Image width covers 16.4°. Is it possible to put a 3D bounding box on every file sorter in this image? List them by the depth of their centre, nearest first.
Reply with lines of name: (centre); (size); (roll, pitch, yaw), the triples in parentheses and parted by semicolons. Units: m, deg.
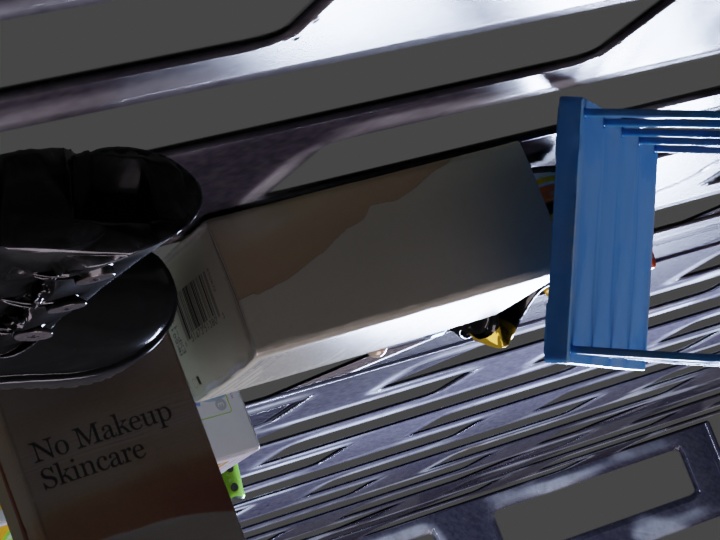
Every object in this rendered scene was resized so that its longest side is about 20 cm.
file sorter: (0.185, -0.014, 1.367); (0.123, 0.139, 0.200); (2, 177, 19)

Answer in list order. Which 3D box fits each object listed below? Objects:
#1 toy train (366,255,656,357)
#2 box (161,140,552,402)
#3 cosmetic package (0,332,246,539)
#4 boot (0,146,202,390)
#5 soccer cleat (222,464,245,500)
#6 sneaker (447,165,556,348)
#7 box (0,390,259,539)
toy train: (0.090, 0.000, 1.611); (0.200, 0.056, 0.150); (-11, 167, -34)
box: (0.000, 0.000, 1.338); (0.200, 0.078, 0.095); (-15, 169, -31)
cosmetic package: (-0.130, 0.103, 1.270); (0.103, 0.200, 0.087); (-19, 169, -19)
boot: (-0.122, -0.006, 1.123); (0.165, 0.066, 0.200); (-17, 165, -33)
soccer cleat: (-0.161, 0.177, 1.944); (0.068, 0.081, 0.200); (-12, 167, -41)
sneaker: (0.049, 0.013, 1.472); (0.200, 0.090, 0.070); (-28, 168, 32)
box: (-0.178, 0.093, 1.399); (0.200, 0.101, 0.112); (-14, 167, -37)
